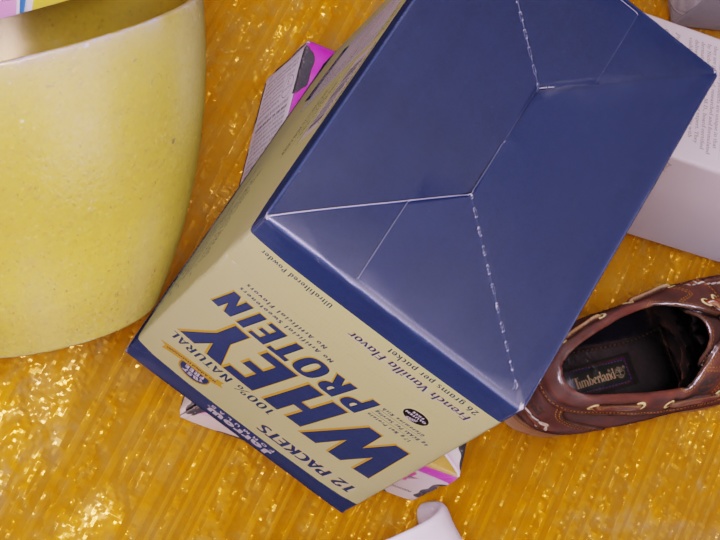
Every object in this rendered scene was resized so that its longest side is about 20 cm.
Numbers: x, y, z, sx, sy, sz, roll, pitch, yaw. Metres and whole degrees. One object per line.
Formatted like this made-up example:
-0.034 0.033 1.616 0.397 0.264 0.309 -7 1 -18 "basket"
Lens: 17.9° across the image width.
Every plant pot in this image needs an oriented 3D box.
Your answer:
-0.157 -0.042 1.057 0.200 0.200 0.142 -20 107 -28 "plant pot"

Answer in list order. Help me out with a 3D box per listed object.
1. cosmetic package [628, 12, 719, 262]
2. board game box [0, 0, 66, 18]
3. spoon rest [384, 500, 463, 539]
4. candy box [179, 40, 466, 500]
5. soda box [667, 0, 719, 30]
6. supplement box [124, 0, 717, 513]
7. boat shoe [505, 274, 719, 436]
0.189 -0.065 1.252 0.200 0.108 0.085 16 66 -21 "cosmetic package"
-0.170 -0.181 1.116 0.200 0.040 0.153 -20 41 -29 "board game box"
-0.024 0.167 1.104 0.200 0.061 0.100 -28 85 -30 "spoon rest"
0.000 0.000 1.171 0.136 0.061 0.200 20 66 -18 "candy box"
0.281 -0.177 1.353 0.199 0.068 0.064 2 72 -23 "soda box"
0.023 -0.024 1.039 0.134 0.200 0.200 37 62 -7 "supplement box"
0.169 0.043 1.228 0.200 0.070 0.071 -19 80 -29 "boat shoe"
